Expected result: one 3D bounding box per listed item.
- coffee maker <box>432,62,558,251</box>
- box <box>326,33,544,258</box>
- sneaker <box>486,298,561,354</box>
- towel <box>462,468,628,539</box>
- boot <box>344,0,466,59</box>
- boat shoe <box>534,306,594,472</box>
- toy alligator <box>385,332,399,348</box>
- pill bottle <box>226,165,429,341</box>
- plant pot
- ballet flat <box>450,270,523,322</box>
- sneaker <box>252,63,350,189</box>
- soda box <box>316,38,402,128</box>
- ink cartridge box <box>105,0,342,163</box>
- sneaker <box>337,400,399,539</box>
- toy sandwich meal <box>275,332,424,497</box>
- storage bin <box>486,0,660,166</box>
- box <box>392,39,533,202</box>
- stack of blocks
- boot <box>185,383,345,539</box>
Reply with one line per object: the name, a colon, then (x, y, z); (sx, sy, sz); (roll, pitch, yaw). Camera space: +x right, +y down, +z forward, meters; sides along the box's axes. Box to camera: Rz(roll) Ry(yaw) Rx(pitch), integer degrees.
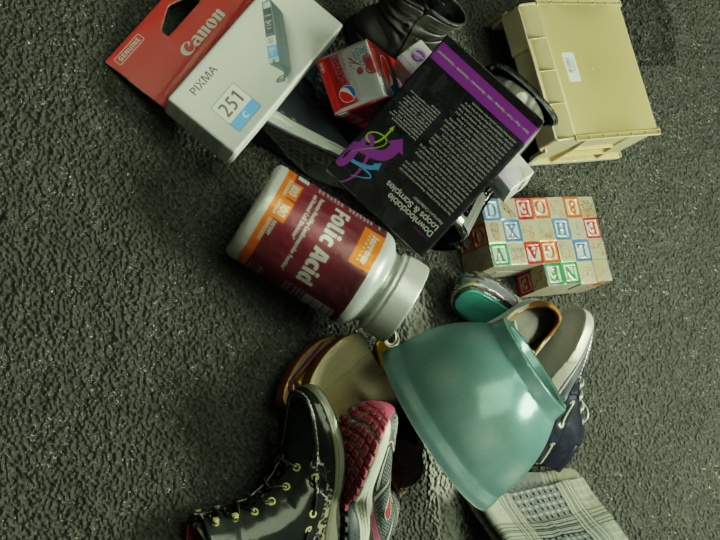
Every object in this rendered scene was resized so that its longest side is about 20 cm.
coffee maker: (0.119, -0.127, 1.634); (0.134, 0.192, 0.200); (36, 75, 6)
box: (0.080, -0.133, 1.480); (0.143, 0.036, 0.200); (43, 90, 5)
sneaker: (0.146, 0.094, 1.575); (0.199, 0.085, 0.073); (-37, 93, -11)
towel: (0.234, 0.304, 1.571); (0.191, 0.035, 0.200); (-2, 40, -36)
boot: (0.090, -0.279, 1.673); (0.199, 0.131, 0.070); (21, 62, -29)
boat shoe: (0.241, 0.146, 1.638); (0.092, 0.075, 0.201); (27, 95, -32)
toy alligator: (0.000, 0.000, 1.557); (0.059, 0.054, 0.201); (-39, 98, -38)
pill bottle: (-0.034, -0.015, 1.472); (0.199, 0.114, 0.115); (32, 57, -6)
plant pot: (0.133, 0.134, 1.456); (0.201, 0.134, 0.200); (54, 9, -12)
ballet flat: (0.191, 0.061, 1.673); (0.200, 0.072, 0.072); (36, 56, -21)
sneaker: (-0.053, -0.193, 1.573); (0.202, 0.077, 0.147); (31, 61, -23)
soda box: (0.012, -0.208, 1.567); (0.200, 0.063, 0.071); (5, 66, -76)
ink cartridge box: (-0.147, -0.247, 1.485); (0.176, 0.045, 0.200); (38, 71, -2)
sneaker: (0.008, 0.220, 1.420); (0.074, 0.201, 0.081); (-5, 32, -28)
toy sandwich meal: (0.003, 0.161, 1.492); (0.204, 0.070, 0.207); (13, 67, -32)
storage bin: (0.282, -0.253, 1.831); (0.197, 0.094, 0.202); (-8, 79, -37)
box: (0.114, -0.166, 1.523); (0.039, 0.041, 0.200); (-37, 80, -17)
stack of blocks: (0.218, -0.029, 1.725); (0.199, 0.058, 0.116); (-3, 76, -37)
boot: (-0.096, 0.224, 1.368); (0.153, 0.073, 0.205); (-7, 103, -35)
